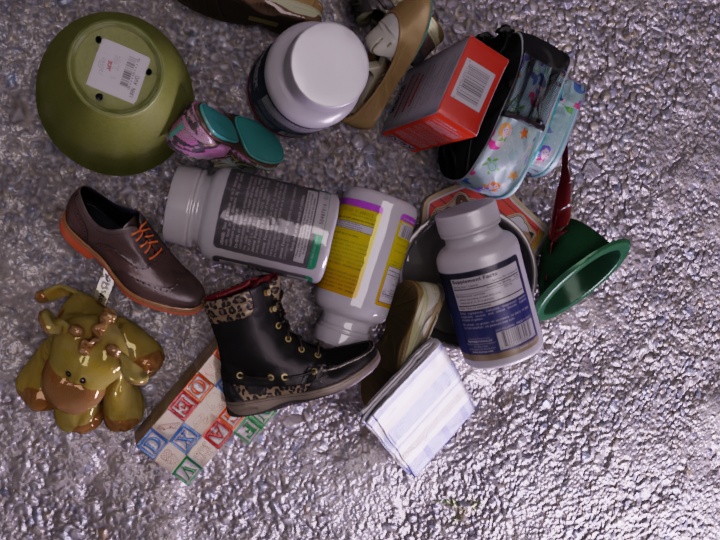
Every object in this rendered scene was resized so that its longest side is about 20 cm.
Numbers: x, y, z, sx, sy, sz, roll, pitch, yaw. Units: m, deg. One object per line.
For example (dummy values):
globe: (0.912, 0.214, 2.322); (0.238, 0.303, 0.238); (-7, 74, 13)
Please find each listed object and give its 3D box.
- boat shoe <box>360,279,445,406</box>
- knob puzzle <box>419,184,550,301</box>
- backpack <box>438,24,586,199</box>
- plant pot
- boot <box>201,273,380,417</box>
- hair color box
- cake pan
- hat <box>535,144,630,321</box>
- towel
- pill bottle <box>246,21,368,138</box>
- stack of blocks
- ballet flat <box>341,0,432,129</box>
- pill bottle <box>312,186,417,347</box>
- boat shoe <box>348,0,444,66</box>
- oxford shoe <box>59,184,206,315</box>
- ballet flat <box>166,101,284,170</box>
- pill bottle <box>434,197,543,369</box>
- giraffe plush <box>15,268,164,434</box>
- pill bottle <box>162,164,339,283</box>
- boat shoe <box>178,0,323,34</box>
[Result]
boat shoe: (0.058, 0.108, 0.997); (0.062, 0.073, 0.203); (4, 111, -37)
knob puzzle: (0.168, -0.041, 1.059); (0.216, 0.030, 0.224); (-2, 95, -19)
backpack: (0.190, -0.196, 0.979); (0.149, 0.177, 0.202); (23, 95, -18)
plant pot: (-0.266, -0.205, 0.807); (0.184, 0.200, 0.190); (-1, 94, -19)
boot: (-0.085, 0.078, 0.884); (0.197, 0.073, 0.153); (-16, 102, 0)
hair color box: (0.100, -0.217, 0.932); (0.061, 0.200, 0.103); (26, 87, -18)
cake pan: (0.146, 0.009, 1.027); (0.197, 0.037, 0.204); (-1, 101, -4)
hat: (0.284, -0.055, 1.091); (0.199, 0.165, 0.177); (-40, 65, 11)
towel: (0.083, 0.191, 1.004); (0.147, 0.024, 0.201); (-45, 138, -11)
pill bottle: (-0.063, -0.227, 0.875); (0.118, 0.200, 0.122); (-1, 94, -19)
stack of blocks: (-0.178, 0.170, 0.941); (0.115, 0.058, 0.201); (43, 80, -17)
ballet flat: (0.024, -0.259, 0.920); (0.062, 0.069, 0.201); (-1, 137, -32)
pill bottle: (0.000, 0.000, 0.965); (0.103, 0.104, 0.203); (18, 88, -19)
boat shoe: (0.018, -0.347, 0.951); (0.200, 0.072, 0.066); (40, 84, -5)
oxford shoe: (-0.262, -0.021, 0.863); (0.199, 0.073, 0.072); (35, 43, -7)
ballet flat: (-0.165, -0.152, 0.883); (0.070, 0.200, 0.070); (-24, 82, 19)
pill bottle: (0.161, 0.014, 0.954); (0.110, 0.111, 0.203); (-20, 101, -16)
giraffe plush: (-0.306, 0.101, 0.836); (0.170, 0.162, 0.203); (4, 93, -19)
pill bottle: (-0.132, -0.060, 0.898); (0.197, 0.113, 0.115); (13, 90, -7)
boat shoe: (-0.141, -0.352, 0.917); (0.197, 0.071, 0.077); (10, 76, -27)
